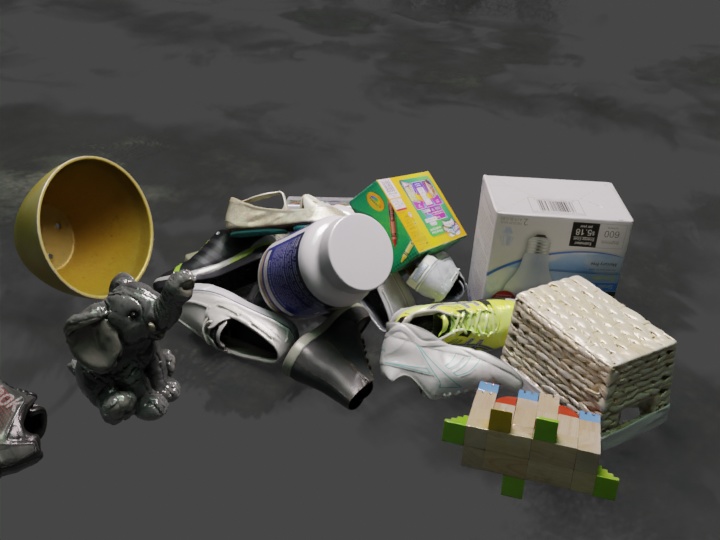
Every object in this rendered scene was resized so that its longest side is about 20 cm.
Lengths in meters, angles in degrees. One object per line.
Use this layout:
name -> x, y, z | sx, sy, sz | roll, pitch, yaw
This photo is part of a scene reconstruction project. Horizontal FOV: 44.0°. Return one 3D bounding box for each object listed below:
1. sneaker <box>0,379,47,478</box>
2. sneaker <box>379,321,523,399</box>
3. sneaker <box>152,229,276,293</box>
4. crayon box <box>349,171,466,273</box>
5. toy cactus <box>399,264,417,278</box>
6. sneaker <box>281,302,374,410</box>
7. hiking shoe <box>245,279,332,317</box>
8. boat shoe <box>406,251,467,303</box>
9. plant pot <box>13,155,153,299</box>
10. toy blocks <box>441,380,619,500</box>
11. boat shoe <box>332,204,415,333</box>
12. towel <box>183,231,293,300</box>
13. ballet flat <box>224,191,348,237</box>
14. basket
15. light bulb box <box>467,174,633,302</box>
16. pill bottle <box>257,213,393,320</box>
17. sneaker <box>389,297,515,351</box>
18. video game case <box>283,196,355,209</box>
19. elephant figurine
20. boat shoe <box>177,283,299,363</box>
sneaker -> -0.411, 0.163, 1.015 | 0.096, 0.072, 0.201 | -12, 35, -25
sneaker -> 0.114, 0.132, 1.148 | 0.197, 0.082, 0.070 | 19, -10, -9
sneaker -> -0.207, -0.013, 1.298 | 0.196, 0.072, 0.084 | -18, 58, -3
crayon box -> 0.074, -0.075, 1.308 | 0.120, 0.058, 0.199 | 59, 27, 6
toy cactus -> 0.022, -0.042, 1.397 | 0.162, 0.104, 0.200 | 19, 21, 7
sneaker -> -0.015, 0.116, 1.168 | 0.105, 0.076, 0.200 | 34, 30, 12
hiking shoe -> -0.075, 0.027, 1.278 | 0.199, 0.076, 0.101 | -32, 72, -38
boat shoe -> 0.119, 0.020, 1.309 | 0.071, 0.070, 0.201 | 40, 9, 10
plant pot -> -0.425, -0.054, 1.305 | 0.140, 0.204, 0.199 | -7, 18, 37
toy blocks -> 0.202, 0.189, 1.042 | 0.196, 0.102, 0.137 | 10, 18, 13
boat shoe -> 0.000, 0.000, 1.277 | 0.072, 0.202, 0.068 | -30, 0, 43
towel -> -0.147, -0.002, 1.388 | 0.191, 0.035, 0.199 | -24, 42, -36
ballet flat -> -0.095, -0.080, 1.242 | 0.195, 0.064, 0.067 | 1, -8, 5
basket -> 0.292, 0.110, 1.143 | 0.133, 0.126, 0.200 | -14, 35, -28
light bulb box -> 0.264, -0.016, 1.283 | 0.193, 0.204, 0.126 | 3, 30, -2
pill bottle -> -0.046, -0.005, 1.153 | 0.114, 0.118, 0.199 | -16, -2, -31
sneaker -> 0.137, 0.079, 1.210 | 0.195, 0.077, 0.076 | -7, -2, 0
video game case -> -0.058, -0.110, 1.523 | 0.140, 0.018, 0.200 | 1, 8, -3
elephant figurine -> -0.278, 0.067, 1.065 | 0.152, 0.204, 0.142 | -6, 31, -17
boat shoe -> -0.182, 0.077, 1.202 | 0.197, 0.073, 0.066 | 22, 28, 13
